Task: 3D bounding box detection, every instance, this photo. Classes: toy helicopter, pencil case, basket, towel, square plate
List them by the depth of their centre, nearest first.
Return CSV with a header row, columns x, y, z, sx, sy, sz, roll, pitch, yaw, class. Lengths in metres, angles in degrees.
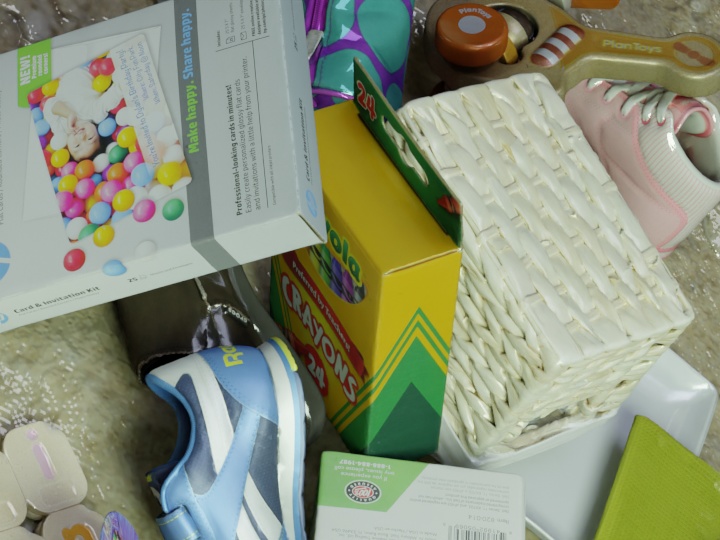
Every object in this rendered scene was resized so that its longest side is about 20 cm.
x,y,z,sx,sy,sz,roll,pitch,yaw,class
0.080,-0.004,1.370,0.135,0.123,0.200,-17,67,-38,basket
0.173,0.182,1.401,0.086,0.018,0.200,39,48,-16,towel
-0.008,-0.174,1.422,0.092,0.085,0.201,45,48,-60,pencil case
0.122,0.087,1.450,0.200,0.028,0.198,38,47,-12,square plate
0.141,-0.149,1.528,0.199,0.079,0.133,7,45,5,toy helicopter

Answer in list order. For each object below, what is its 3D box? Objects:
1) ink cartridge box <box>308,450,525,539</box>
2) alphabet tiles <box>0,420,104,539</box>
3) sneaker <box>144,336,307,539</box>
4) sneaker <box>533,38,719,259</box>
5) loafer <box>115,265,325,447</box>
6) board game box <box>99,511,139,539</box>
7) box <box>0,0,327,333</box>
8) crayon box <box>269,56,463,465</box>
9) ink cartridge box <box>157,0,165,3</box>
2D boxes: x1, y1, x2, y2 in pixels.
x,y,z,sx,sy,sz,roll,pitch,yaw,class
0.026,0.199,1.235,0.117,0.067,0.200,7,47,-2,ink cartridge box
-0.212,0.143,1.166,0.200,0.015,0.196,-17,75,-43,alphabet tiles
-0.072,0.136,1.227,0.082,0.074,0.201,0,81,-18,sneaker
0.179,-0.114,1.570,0.075,0.105,0.201,-21,76,-42,sneaker
-0.098,0.025,1.286,0.200,0.073,0.071,51,43,0,loafer
-0.078,0.211,1.137,0.039,0.158,0.201,-15,66,3,board game box
-0.122,-0.063,1.248,0.041,0.199,0.156,47,32,-56,box
0.000,0.000,1.270,0.051,0.200,0.127,-18,50,-21,crayon box
-0.044,-0.151,1.461,0.162,0.057,0.201,1,58,-38,ink cartridge box
